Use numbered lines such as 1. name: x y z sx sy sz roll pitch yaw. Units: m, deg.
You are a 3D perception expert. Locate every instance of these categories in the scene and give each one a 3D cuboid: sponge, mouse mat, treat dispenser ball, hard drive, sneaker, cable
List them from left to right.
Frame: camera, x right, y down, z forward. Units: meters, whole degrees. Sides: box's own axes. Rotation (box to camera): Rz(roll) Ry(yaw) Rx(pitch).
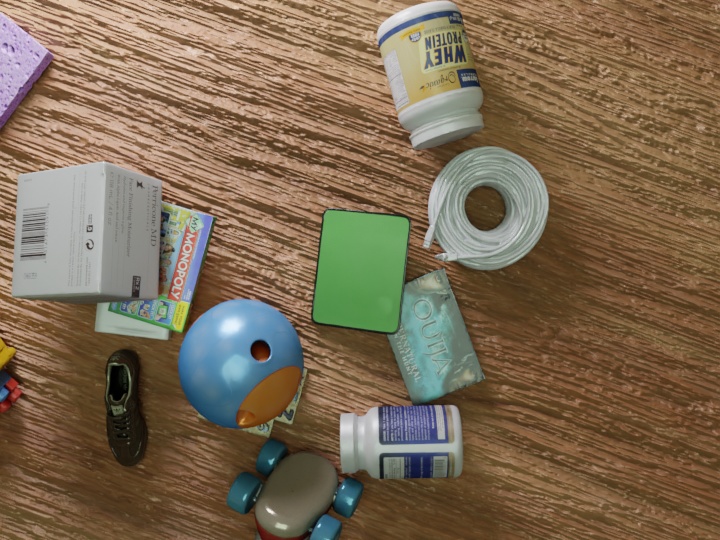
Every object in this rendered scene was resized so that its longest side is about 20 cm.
1. sponge: -0.632 -0.327 1.240 0.111 0.030 0.201 38 91 1
2. sneaker: -0.409 0.238 1.221 0.069 0.076 0.204 -5 90 1
3. hard drive: -0.382 0.010 1.241 0.129 0.026 0.204 6 91 1
4. treat dispenser ball: -0.188 0.148 1.145 0.197 0.201 0.205 0 91 1
5. mouse mat: 0.000 0.000 1.223 0.158 0.008 0.204 7 89 13
6. cable: 0.211 -0.102 1.205 0.196 0.069 0.204 11 90 0

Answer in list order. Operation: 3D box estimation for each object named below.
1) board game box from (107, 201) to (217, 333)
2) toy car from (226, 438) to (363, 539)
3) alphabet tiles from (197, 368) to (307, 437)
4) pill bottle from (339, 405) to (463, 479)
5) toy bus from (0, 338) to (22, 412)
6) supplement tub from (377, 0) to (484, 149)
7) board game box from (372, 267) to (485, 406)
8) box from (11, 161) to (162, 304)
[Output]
1. board game box: -0.333 -0.011 1.212 0.132 0.029 0.203 16 92 2
2. toy car: -0.118 0.424 1.200 0.182 0.177 0.203 22 121 14
3. alphabet tiles: -0.198 0.191 1.250 0.197 0.006 0.169 16 92 1
4. pill bottle: 0.066 0.283 1.190 0.196 0.116 0.118 -1 91 1
5. toy bus: -0.681 0.183 1.211 0.199 0.136 0.193 -39 106 4
6. supplement tub: 0.117 -0.311 1.165 0.142 0.144 0.203 -16 91 2
7. board game box: 0.116 0.114 1.230 0.133 0.028 0.203 -21 90 2
8. box: -0.434 -0.052 1.148 0.197 0.130 0.203 -3 83 26
